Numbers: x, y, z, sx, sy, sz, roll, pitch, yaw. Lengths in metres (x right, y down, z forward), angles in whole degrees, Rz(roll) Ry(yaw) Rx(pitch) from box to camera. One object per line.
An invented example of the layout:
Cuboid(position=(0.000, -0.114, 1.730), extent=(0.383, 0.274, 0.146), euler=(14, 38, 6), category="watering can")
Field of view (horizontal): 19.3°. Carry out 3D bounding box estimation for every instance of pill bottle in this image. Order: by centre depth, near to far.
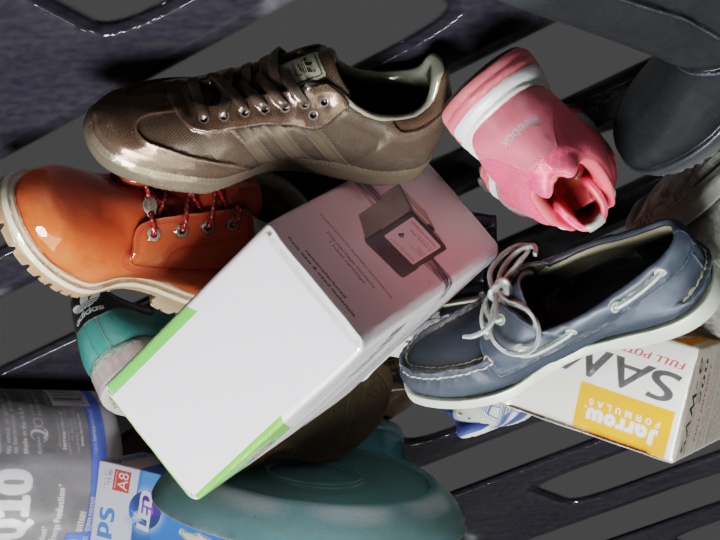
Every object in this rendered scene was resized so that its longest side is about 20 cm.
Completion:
Cuboid(position=(-0.270, 0.136, 1.436), extent=(0.198, 0.115, 0.114), euler=(3, 153, -24), category="pill bottle")

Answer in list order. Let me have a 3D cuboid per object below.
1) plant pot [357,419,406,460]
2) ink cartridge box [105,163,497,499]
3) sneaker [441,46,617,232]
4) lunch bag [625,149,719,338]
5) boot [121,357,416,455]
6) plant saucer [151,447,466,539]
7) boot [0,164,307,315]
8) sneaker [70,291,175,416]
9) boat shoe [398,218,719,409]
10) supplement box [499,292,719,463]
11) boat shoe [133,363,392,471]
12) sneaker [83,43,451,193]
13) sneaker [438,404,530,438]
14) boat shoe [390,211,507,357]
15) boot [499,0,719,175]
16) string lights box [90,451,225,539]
Cuboid(position=(-0.037, 0.230, 1.493), extent=(0.198, 0.190, 0.200), euler=(-16, 162, -6), category="plant pot")
Cuboid(position=(-0.027, 0.026, 1.178), extent=(0.145, 0.084, 0.200), euler=(-43, 174, 28), category="ink cartridge box")
Cuboid(position=(0.107, -0.048, 1.167), extent=(0.074, 0.087, 0.200), euler=(-39, 157, 9), category="sneaker")
Cuboid(position=(0.266, -0.041, 1.207), extent=(0.166, 0.141, 0.200), euler=(6, 150, -30), category="lunch bag")
Cuboid(position=(-0.058, 0.102, 1.490), extent=(0.185, 0.065, 0.200), euler=(-5, 161, -41), category="boot")
Cuboid(position=(-0.031, 0.137, 1.323), extent=(0.198, 0.028, 0.200), euler=(6, -172, -1), category="plant saucer")
Cuboid(position=(-0.114, -0.033, 1.192), extent=(0.107, 0.076, 0.199), euler=(-28, 157, 30), category="boot")
Cuboid(position=(-0.121, 0.060, 1.375), extent=(0.071, 0.080, 0.200), euler=(-33, 153, 9), category="sneaker")
Cuboid(position=(0.103, 0.023, 1.188), extent=(0.199, 0.075, 0.062), euler=(-16, 135, 27), category="boat shoe")
Cuboid(position=(0.176, 0.053, 1.317), extent=(0.125, 0.074, 0.200), euler=(18, -168, 24), category="supplement box")
Cuboid(position=(-0.059, 0.080, 1.323), extent=(0.066, 0.075, 0.199), euler=(25, -162, 36), category="boat shoe")
Cuboid(position=(-0.046, -0.091, 1.111), extent=(0.198, 0.071, 0.076), euler=(-2, 138, -26), category="sneaker")
Cuboid(position=(0.086, 0.066, 1.426), extent=(0.088, 0.076, 0.200), euler=(-29, 153, -3), category="sneaker")
Cuboid(position=(0.000, 0.000, 1.310), extent=(0.198, 0.075, 0.094), euler=(5, 117, 14), category="boat shoe")
Cuboid(position=(0.132, -0.123, 1.076), extent=(0.199, 0.066, 0.165), euler=(11, 140, -41), category="boot")
Cuboid(position=(-0.079, 0.190, 1.382), extent=(0.198, 0.104, 0.059), euler=(10, -174, 24), category="string lights box")
